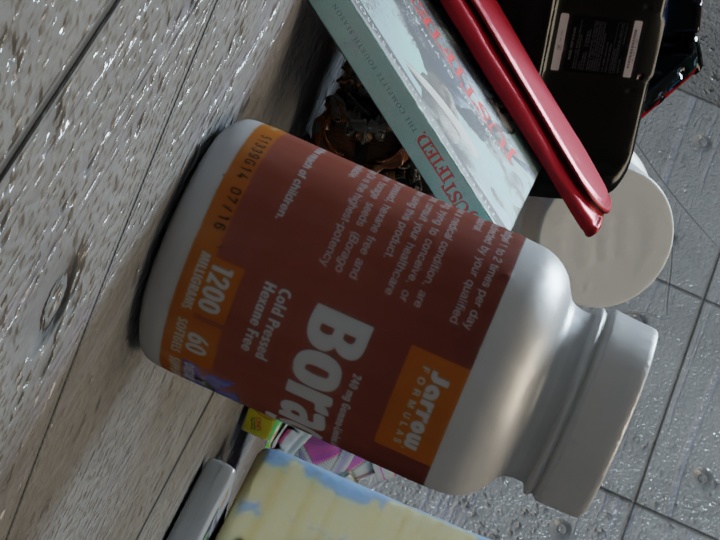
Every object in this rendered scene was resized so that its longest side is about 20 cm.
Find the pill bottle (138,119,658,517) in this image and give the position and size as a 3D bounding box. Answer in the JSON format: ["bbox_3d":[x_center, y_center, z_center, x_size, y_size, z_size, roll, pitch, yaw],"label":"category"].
[{"bbox_3d":[0.017,0.024,0.724,0.112,0.198,0.113,23,90,-85],"label":"pill bottle"}]

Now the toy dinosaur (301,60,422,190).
[{"bbox_3d":[0.001,-0.040,0.940,0.200,0.101,0.137,54,42,-64],"label":"toy dinosaur"}]

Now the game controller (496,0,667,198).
[{"bbox_3d":[0.120,-0.132,0.983,0.042,0.103,0.202,-116,-149,-58],"label":"game controller"}]

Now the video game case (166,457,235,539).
[{"bbox_3d":[-0.135,0.243,1.097,0.183,0.023,0.201,105,9,-54],"label":"video game case"}]

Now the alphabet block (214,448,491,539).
[{"bbox_3d":[-0.032,0.275,1.140,0.198,0.193,0.201,105,7,-47],"label":"alphabet block"}]

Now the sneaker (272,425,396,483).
[{"bbox_3d":[-0.005,0.122,1.233,0.201,0.088,0.081,-52,180,5],"label":"sneaker"}]

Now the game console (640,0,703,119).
[{"bbox_3d":[0.115,-0.172,1.134,0.172,0.198,0.120,-38,121,-39],"label":"game console"}]

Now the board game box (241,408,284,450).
[{"bbox_3d":[-0.033,0.026,1.186,0.096,0.030,0.202,-51,160,-69],"label":"board game box"}]

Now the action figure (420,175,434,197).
[{"bbox_3d":[0.050,-0.008,0.989,0.130,0.069,0.202,121,-40,-65],"label":"action figure"}]

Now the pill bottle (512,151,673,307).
[{"bbox_3d":[0.129,-0.051,1.151,0.200,0.108,0.111,-123,-127,-68],"label":"pill bottle"}]

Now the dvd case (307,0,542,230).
[{"bbox_3d":[0.043,-0.097,0.876,0.022,0.147,0.200,-30,-172,21],"label":"dvd case"}]

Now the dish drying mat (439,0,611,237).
[{"bbox_3d":[0.078,-0.114,0.925,0.018,0.201,0.077,-30,-171,19],"label":"dish drying mat"}]
